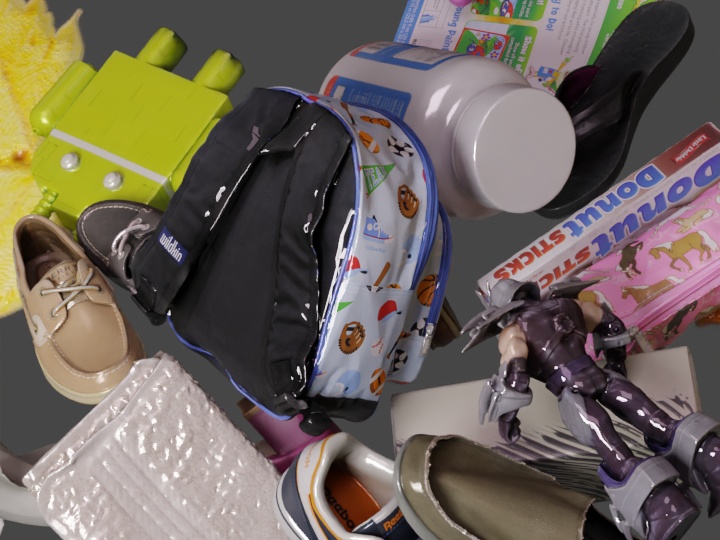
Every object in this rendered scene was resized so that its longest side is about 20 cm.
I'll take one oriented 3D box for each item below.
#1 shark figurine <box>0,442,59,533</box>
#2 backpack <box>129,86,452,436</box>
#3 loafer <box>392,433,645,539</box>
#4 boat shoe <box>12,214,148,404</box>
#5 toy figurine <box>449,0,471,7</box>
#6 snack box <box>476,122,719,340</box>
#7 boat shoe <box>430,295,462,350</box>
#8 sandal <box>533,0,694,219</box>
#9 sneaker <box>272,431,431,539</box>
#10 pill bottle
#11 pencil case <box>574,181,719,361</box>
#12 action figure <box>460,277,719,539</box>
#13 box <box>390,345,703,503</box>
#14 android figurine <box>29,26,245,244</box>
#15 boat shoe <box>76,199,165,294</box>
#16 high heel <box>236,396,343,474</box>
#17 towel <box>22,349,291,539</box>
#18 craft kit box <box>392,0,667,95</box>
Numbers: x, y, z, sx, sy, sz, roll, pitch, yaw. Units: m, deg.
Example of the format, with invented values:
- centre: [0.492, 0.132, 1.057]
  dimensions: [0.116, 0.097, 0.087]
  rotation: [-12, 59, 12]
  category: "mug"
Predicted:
- centre: [-0.216, 0.140, 1.223]
  dimensions: [0.212, 0.090, 0.129]
  rotation: [-2, 59, 17]
  category: "shark figurine"
- centre: [-0.028, -0.017, 1.136]
  dimensions: [0.199, 0.153, 0.192]
  rotation: [31, 114, 41]
  category: "backpack"
- centre: [0.111, 0.150, 1.067]
  dimensions: [0.199, 0.070, 0.076]
  rotation: [28, 53, -18]
  category: "loafer"
- centre: [-0.212, 0.026, 1.274]
  dimensions: [0.071, 0.065, 0.200]
  rotation: [-26, 37, -17]
  category: "boat shoe"
- centre: [0.102, -0.272, 1.345]
  dimensions: [0.183, 0.150, 0.201]
  rotation: [-31, 79, 10]
  category: "toy figurine"
- centre: [0.173, -0.021, 1.222]
  dimensions: [0.199, 0.072, 0.024]
  rotation: [-34, 50, -7]
  category: "snack box"
- centre: [0.000, 0.000, 1.264]
  dimensions: [0.067, 0.072, 0.200]
  rotation: [-41, 50, -6]
  category: "boat shoe"
- centre: [0.166, -0.123, 1.247]
  dimensions: [0.075, 0.048, 0.201]
  rotation: [11, 58, 40]
  category: "sandal"
- centre: [0.030, 0.184, 1.086]
  dimensions: [0.200, 0.080, 0.078]
  rotation: [43, 52, 7]
  category: "sneaker"
- centre: [0.059, -0.096, 1.226]
  dimensions: [0.112, 0.113, 0.200]
  rotation: [-43, 28, -14]
  category: "pill bottle"
- centre: [0.227, -0.004, 1.191]
  dimensions: [0.199, 0.083, 0.087]
  rotation: [-33, 55, -7]
  category: "pencil case"
- centre: [0.136, 0.076, 1.060]
  dimensions: [0.129, 0.070, 0.200]
  rotation: [-26, 61, -30]
  category: "action figure"
- centre: [0.124, 0.110, 1.148]
  dimensions: [0.198, 0.082, 0.069]
  rotation: [-11, 56, 10]
  category: "box"
- centre: [-0.182, -0.104, 1.398]
  dimensions: [0.181, 0.041, 0.201]
  rotation: [25, 66, 28]
  category: "android figurine"
- centre: [-0.133, -0.002, 1.287]
  dimensions: [0.199, 0.057, 0.067]
  rotation: [32, 80, 21]
  category: "boat shoe"
- centre: [-0.097, 0.162, 1.193]
  dimensions: [0.199, 0.096, 0.067]
  rotation: [-39, 17, -3]
  category: "high heel"
- centre: [-0.108, 0.162, 1.134]
  dimensions: [0.133, 0.034, 0.200]
  rotation: [-45, 98, -7]
  category: "towel"
- centre: [0.137, -0.205, 1.370]
  dimensions: [0.196, 0.049, 0.201]
  rotation: [8, 61, 23]
  category: "craft kit box"
